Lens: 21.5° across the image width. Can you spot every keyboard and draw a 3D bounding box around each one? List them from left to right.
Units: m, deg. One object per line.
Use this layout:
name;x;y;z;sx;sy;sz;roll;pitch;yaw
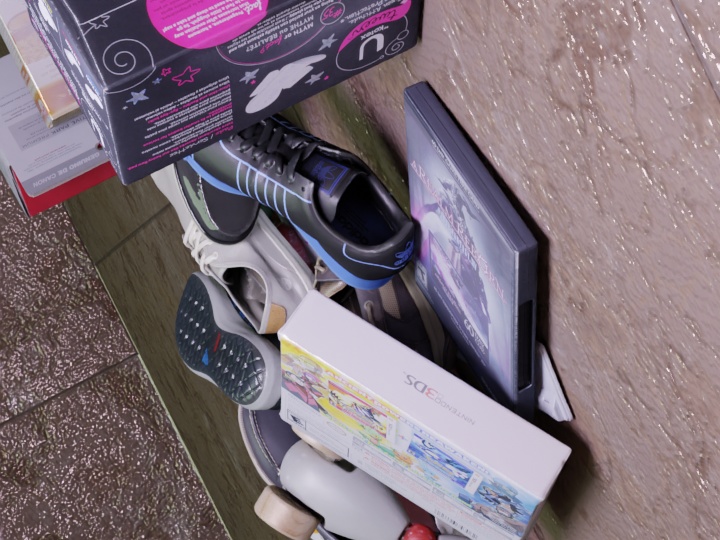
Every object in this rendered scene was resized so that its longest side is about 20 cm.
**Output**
keyboard;0.089;0.051;1.273;0.200;0.011;0.057;31;140;67

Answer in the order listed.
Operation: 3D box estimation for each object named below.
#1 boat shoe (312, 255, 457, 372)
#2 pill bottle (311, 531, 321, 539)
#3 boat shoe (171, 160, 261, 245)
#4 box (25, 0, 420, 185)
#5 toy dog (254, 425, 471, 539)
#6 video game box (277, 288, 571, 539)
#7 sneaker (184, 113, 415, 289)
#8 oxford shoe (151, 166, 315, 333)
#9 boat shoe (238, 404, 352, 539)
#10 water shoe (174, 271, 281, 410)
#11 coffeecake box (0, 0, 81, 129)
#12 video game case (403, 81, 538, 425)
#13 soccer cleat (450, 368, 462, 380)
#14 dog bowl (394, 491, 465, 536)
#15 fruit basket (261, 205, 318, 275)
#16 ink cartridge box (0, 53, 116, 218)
boat shoe;0.000;0.000;1.355;0.075;0.073;0.201;83;161;-48
pill bottle;-0.021;0.169;1.714;0.201;0.109;0.109;66;167;-11
boat shoe;-0.103;-0.120;1.426;0.063;0.073;0.203;-179;88;-72
box;-0.081;-0.163;1.081;0.133;0.199;0.115;58;165;22
toy dog;0.012;0.182;1.436;0.200;0.132;0.096;50;-173;-5
video game box;0.037;0.108;1.270;0.199;0.047;0.182;32;163;9
sneaker;-0.044;-0.069;1.260;0.199;0.070;0.078;37;157;0
oxford shoe;-0.110;-0.027;1.488;0.200;0.058;0.075;48;147;22
boat shoe;-0.027;0.168;1.511;0.201;0.072;0.063;56;159;10
water shoe;-0.090;0.064;1.537;0.200;0.078;0.072;45;119;56
coffeecake box;-0.255;-0.252;1.696;0.201;0.153;0.073;64;168;-3
video game case;0.070;-0.004;1.191;0.143;0.019;0.201;58;166;33
soccer cleat;0.040;0.073;1.417;0.073;0.068;0.201;-58;47;43
dog bowl;0.053;0.192;1.549;0.201;0.073;0.200;57;167;22
fruit basket;-0.070;-0.021;1.551;0.200;0.093;0.186;45;158;60
ink cartridge box;-0.251;-0.144;1.787;0.176;0.199;0.084;55;166;34
